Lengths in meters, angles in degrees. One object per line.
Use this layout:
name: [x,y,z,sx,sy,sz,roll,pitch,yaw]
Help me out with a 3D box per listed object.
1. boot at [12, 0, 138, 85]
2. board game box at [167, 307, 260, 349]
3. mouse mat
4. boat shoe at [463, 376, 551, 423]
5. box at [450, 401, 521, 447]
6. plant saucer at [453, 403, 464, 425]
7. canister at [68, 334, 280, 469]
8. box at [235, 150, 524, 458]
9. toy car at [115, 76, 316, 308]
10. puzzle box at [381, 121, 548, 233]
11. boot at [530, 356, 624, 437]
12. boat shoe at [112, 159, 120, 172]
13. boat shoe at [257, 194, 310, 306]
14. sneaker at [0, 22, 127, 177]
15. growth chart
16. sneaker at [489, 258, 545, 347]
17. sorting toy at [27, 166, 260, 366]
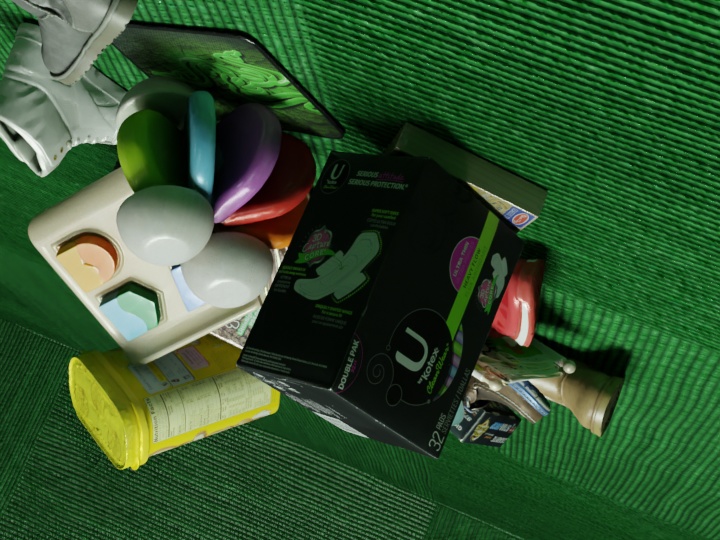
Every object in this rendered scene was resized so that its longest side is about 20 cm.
boot: [-0.281,-0.234,1.050,0.198,0.074,0.181,23,153,-23]
board game box: [-0.152,0.007,1.540,0.198,0.098,0.160,26,-170,-8]
mouse mat: [-0.123,-0.164,1.175,0.198,0.008,0.161,12,161,38]
boat shoe: [0.110,0.114,1.437,0.199,0.073,0.072,33,179,33]
box: [0.084,0.117,1.563,0.200,0.046,0.159,43,-173,21]
plant saucer: [0.022,0.097,1.409,0.199,0.036,0.201,40,160,18]
canister: [-0.206,0.131,1.531,0.198,0.088,0.148,-16,-142,-32]
box: [0.019,0.025,1.119,0.123,0.202,0.148,10,161,46]
toy car: [-0.119,-0.082,1.188,0.149,0.177,0.200,-25,140,24]
puzzle box: [0.072,-0.062,1.186,0.132,0.026,0.200,25,166,-5]
boot: [0.186,0.113,1.495,0.198,0.067,0.175,22,180,12]
boat shoe: [-0.171,-0.076,1.454,0.198,0.061,0.074,30,164,-21]
boat shoe: [-0.064,-0.011,1.364,0.074,0.075,0.204,7,131,26]
sneaker: [-0.278,-0.135,1.309,0.073,0.117,0.200,10,162,37]
growth chart: [0.131,0.077,1.389,0.144,0.018,0.199,32,-162,30]
sneaker: [0.110,0.028,1.310,0.114,0.080,0.200,11,164,3]
sorting toy: [-0.223,-0.005,1.415,0.183,0.037,0.201,-25,115,20]
